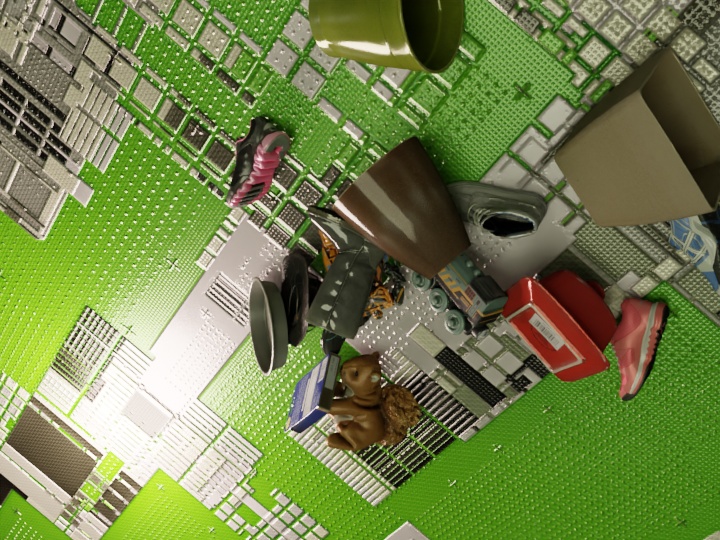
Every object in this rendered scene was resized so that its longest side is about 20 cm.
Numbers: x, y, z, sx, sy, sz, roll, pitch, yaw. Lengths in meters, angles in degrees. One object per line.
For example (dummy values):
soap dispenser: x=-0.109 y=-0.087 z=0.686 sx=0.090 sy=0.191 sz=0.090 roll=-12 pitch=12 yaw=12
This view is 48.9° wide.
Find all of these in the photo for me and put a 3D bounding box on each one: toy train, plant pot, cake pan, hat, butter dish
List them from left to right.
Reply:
cake pan: x=-0.185 y=0.110 z=1.590 sx=0.037 sy=0.200 sz=0.200 roll=-6 pitch=121 yaw=-20
hat: x=-0.101 y=0.057 z=1.549 sx=0.081 sy=0.201 sz=0.201 roll=2 pitch=125 yaw=-22
plant pot: x=0.030 y=-0.404 z=1.229 sx=0.193 sy=0.200 sz=0.201 roll=6 pitch=119 yaw=33
plant pot: x=0.088 y=-0.090 z=1.337 sx=0.200 sy=0.187 sz=0.187 roll=49 pitch=123 yaw=4
toy train: x=0.174 y=0.027 z=1.412 sx=0.200 sy=0.085 sz=0.114 roll=54 pitch=132 yaw=28
butter dish: x=0.359 y=0.073 z=1.361 sx=0.200 sy=0.148 sz=0.199 roll=50 pitch=164 yaw=6
plant pot: x=0.412 y=-0.179 z=1.184 sx=0.177 sy=0.200 sz=0.200 roll=-26 pitch=104 yaw=44

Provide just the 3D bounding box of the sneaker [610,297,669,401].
sneaker: x=0.475 y=0.134 z=1.394 sx=0.087 sy=0.074 sz=0.200 roll=21 pitch=119 yaw=27

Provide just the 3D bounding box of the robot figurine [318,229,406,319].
robot figurine: x=0.000 y=0.000 z=1.481 sx=0.145 sy=0.058 sz=0.200 roll=-21 pitch=94 yaw=5

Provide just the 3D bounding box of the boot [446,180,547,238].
boot: x=0.212 y=-0.102 z=1.352 sx=0.200 sy=0.096 sz=0.074 roll=5 pitch=117 yaw=20

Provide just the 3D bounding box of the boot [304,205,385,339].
boot: x=-0.051 y=0.003 z=1.428 sx=0.182 sy=0.073 sz=0.200 roll=28 pitch=102 yaw=2

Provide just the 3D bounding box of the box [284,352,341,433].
box: x=-0.099 y=0.259 z=1.632 sx=0.032 sy=0.121 sz=0.200 roll=22 pitch=147 yaw=-16

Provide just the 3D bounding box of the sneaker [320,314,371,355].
sneaker: x=-0.025 y=0.097 z=1.567 sx=0.079 sy=0.075 sz=0.200 roll=21 pitch=122 yaw=8

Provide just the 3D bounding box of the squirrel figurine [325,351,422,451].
squirrel figurine: x=0.027 y=0.262 z=1.617 sx=0.200 sy=0.142 sz=0.187 roll=13 pitch=111 yaw=0

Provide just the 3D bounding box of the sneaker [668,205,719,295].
sneaker: x=0.545 y=-0.048 z=1.268 sx=0.077 sy=0.076 sz=0.200 roll=-10 pitch=113 yaw=51

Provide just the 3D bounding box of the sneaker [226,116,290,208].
sneaker: x=-0.208 y=-0.206 z=1.498 sx=0.095 sy=0.079 sz=0.200 roll=50 pitch=125 yaw=19
